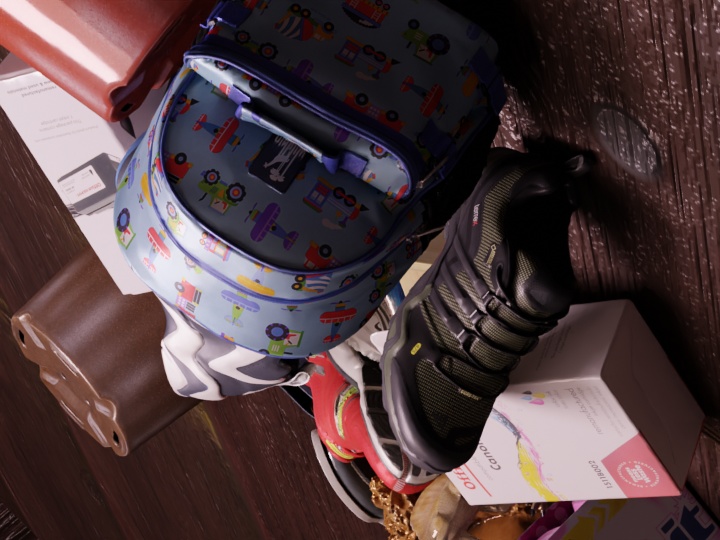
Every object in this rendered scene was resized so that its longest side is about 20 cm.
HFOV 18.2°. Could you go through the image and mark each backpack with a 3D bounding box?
[{"bbox_3d":[-0.036,-0.063,1.246,0.182,0.200,0.135,34,153,7],"label":"backpack"}]

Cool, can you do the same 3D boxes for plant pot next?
[{"bbox_3d":[-0.189,-0.213,1.470,0.195,0.201,0.201,41,161,1],"label":"plant pot"},{"bbox_3d":[-0.173,0.035,1.879,0.200,0.198,0.201,43,160,20],"label":"plant pot"}]

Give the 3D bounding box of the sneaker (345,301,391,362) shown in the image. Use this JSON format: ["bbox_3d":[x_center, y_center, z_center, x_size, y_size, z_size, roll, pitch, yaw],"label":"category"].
[{"bbox_3d":[0.000,0.000,1.610,0.199,0.088,0.076,30,-164,-8],"label":"sneaker"}]

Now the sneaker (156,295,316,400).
[{"bbox_3d":[-0.082,0.003,1.544,0.129,0.080,0.200,1,116,23],"label":"sneaker"}]

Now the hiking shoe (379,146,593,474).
[{"bbox_3d":[0.075,0.022,1.306,0.075,0.201,0.101,19,172,-26],"label":"hiking shoe"}]

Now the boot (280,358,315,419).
[{"bbox_3d":[0.009,0.108,1.757,0.200,0.097,0.075,51,160,-5],"label":"boot"}]

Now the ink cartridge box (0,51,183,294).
[{"bbox_3d":[-0.162,-0.105,1.640,0.084,0.145,0.201,-10,125,33],"label":"ink cartridge box"}]

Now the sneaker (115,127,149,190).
[{"bbox_3d":[-0.089,-0.094,1.431,0.078,0.200,0.066,17,133,43],"label":"sneaker"}]

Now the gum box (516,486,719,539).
[{"bbox_3d":[0.149,0.223,1.496,0.114,0.200,0.066,49,162,-5],"label":"gum box"}]

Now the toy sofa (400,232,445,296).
[{"bbox_3d":[0.078,0.021,1.487,0.082,0.098,0.201,9,142,26],"label":"toy sofa"}]

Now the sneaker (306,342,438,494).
[{"bbox_3d":[0.009,0.109,1.615,0.077,0.085,0.200,16,-157,-25],"label":"sneaker"}]

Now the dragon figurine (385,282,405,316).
[{"bbox_3d":[0.008,-0.029,1.537,0.200,0.100,0.059,40,176,-1],"label":"dragon figurine"}]

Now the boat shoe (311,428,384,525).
[{"bbox_3d":[0.033,0.164,1.739,0.200,0.062,0.073,42,-156,-44],"label":"boat shoe"}]

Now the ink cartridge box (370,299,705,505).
[{"bbox_3d":[0.100,0.088,1.414,0.199,0.068,0.117,-8,133,37],"label":"ink cartridge box"}]

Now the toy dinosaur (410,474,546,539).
[{"bbox_3d":[0.076,0.151,1.541,0.058,0.200,0.101,46,154,-24],"label":"toy dinosaur"}]

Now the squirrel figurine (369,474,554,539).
[{"bbox_3d":[0.078,0.213,1.668,0.186,0.141,0.201,-11,103,32],"label":"squirrel figurine"}]
